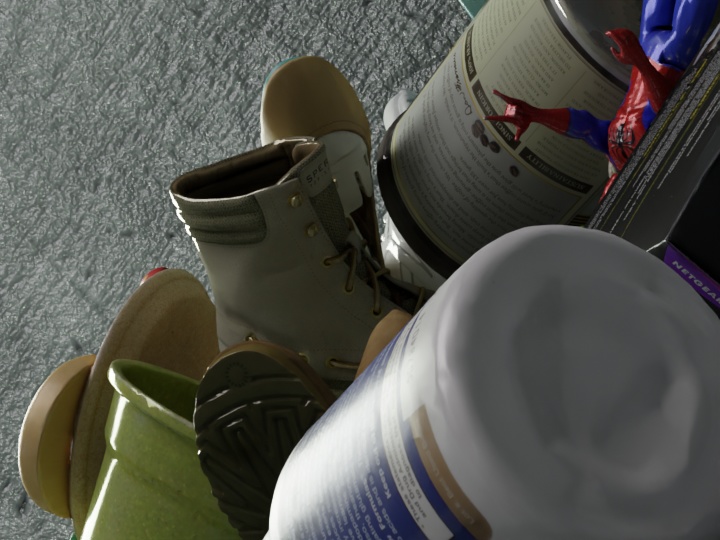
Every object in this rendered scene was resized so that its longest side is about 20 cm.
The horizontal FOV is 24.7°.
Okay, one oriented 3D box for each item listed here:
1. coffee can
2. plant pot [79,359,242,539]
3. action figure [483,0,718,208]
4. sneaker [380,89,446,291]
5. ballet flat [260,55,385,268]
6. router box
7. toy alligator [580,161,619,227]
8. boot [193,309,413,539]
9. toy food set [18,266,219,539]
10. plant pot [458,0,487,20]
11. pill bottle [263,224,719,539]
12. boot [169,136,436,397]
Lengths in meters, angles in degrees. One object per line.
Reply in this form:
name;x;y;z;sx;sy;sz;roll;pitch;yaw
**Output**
coffee can;0.116;-0.095;0.947;0.200;0.146;0.147;-51;4;47
plant pot;-0.089;0.177;0.939;0.200;0.199;0.186;-122;57;-87
action figure;0.130;-0.120;0.786;0.065;0.098;0.202;11;88;59
sneaker;0.038;-0.025;1.068;0.099;0.078;0.202;-35;53;30
ballet flat;-0.012;-0.041;0.982;0.068;0.063;0.201;-28;-40;-12
router box;0.161;-0.058;0.682;0.201;0.051;0.149;-55;4;-17
toy alligator;0.092;0.021;0.823;0.201;0.059;0.054;-56;-5;-28
boot;-0.001;0.072;0.773;0.066;0.176;0.200;-17;20;20
toy food set;-0.144;0.097;1.057;0.199;0.048;0.201;80;-152;-50
plant pot;0.153;-0.200;1.054;0.141;0.199;0.142;-51;3;45
pill bottle;0.035;0.078;0.553;0.111;0.111;0.200;-56;3;-37
boot;0.000;0.000;0.922;0.198;0.156;0.072;-6;29;17
